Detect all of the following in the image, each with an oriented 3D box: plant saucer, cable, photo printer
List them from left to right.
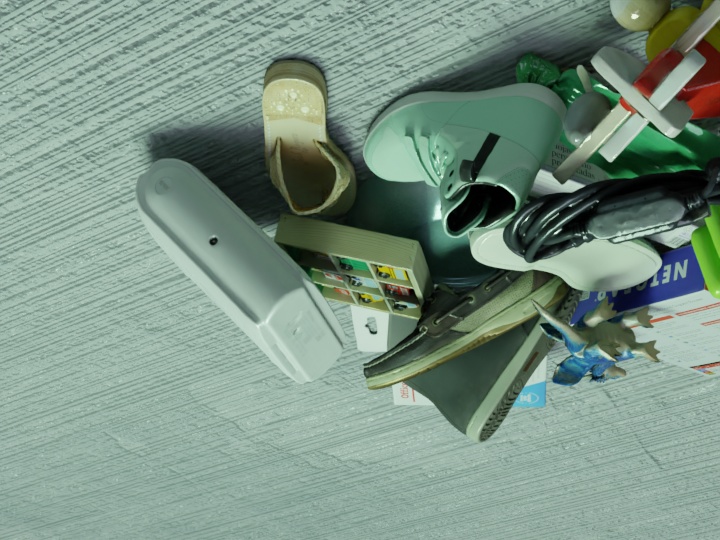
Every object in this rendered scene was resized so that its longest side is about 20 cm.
[{"bbox_3d":[-0.109,-0.005,1.379,0.069,0.200,0.167,-44,154,-7],"label":"photo printer"},{"bbox_3d":[0.086,-0.031,1.440,0.198,0.039,0.202,2,148,1],"label":"plant saucer"},{"bbox_3d":[0.202,-0.050,1.212,0.198,0.051,0.163,-17,-179,29],"label":"cable"}]

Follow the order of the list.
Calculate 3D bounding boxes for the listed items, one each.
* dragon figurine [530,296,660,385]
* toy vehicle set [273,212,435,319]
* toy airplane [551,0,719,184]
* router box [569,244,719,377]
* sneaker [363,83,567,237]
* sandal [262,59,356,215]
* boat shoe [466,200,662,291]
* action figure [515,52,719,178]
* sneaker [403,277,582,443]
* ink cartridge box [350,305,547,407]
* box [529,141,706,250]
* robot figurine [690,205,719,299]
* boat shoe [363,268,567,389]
[{"bbox_3d":[0.196,0.067,1.408,0.199,0.060,0.099,4,158,-45],"label":"dragon figurine"},{"bbox_3d":[0.000,0.000,1.434,0.123,0.027,0.200,12,167,11],"label":"toy vehicle set"},{"bbox_3d":[0.218,-0.154,1.128,0.199,0.142,0.199,-31,161,-6],"label":"toy airplane"},{"bbox_3d":[0.324,0.040,1.473,0.178,0.049,0.199,20,160,-25],"label":"router box"},{"bbox_3d":[0.061,-0.080,1.260,0.199,0.119,0.074,-10,133,44],"label":"sneaker"},{"bbox_3d":[-0.049,-0.082,1.337,0.077,0.070,0.212,0,148,8],"label":"sandal"},{"bbox_3d":[0.176,-0.032,1.373,0.198,0.062,0.073,10,138,-29],"label":"boat shoe"},{"bbox_3d":[0.206,-0.118,1.271,0.199,0.055,0.118,27,144,-22],"label":"action figure"},{"bbox_3d":[0.125,0.050,1.489,0.106,0.201,0.075,34,179,21],"label":"sneaker"},{"bbox_3d":[0.089,0.083,1.600,0.197,0.067,0.116,0,149,6],"label":"ink cartridge box"},{"bbox_3d":[0.215,-0.067,1.367,0.198,0.039,0.041,18,146,-22],"label":"box"},{"bbox_3d":[0.381,-0.030,1.320,0.197,0.117,0.176,-7,142,-9],"label":"robot figurine"},{"bbox_3d":[0.086,0.041,1.420,0.198,0.065,0.073,-28,177,1],"label":"boat shoe"}]
